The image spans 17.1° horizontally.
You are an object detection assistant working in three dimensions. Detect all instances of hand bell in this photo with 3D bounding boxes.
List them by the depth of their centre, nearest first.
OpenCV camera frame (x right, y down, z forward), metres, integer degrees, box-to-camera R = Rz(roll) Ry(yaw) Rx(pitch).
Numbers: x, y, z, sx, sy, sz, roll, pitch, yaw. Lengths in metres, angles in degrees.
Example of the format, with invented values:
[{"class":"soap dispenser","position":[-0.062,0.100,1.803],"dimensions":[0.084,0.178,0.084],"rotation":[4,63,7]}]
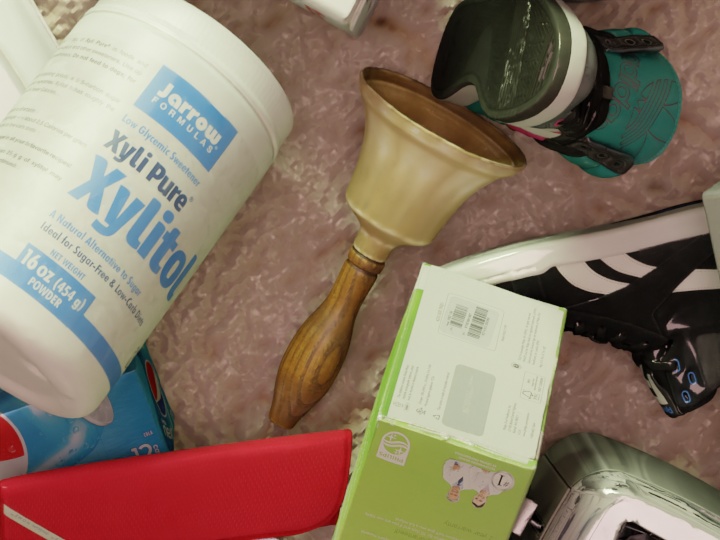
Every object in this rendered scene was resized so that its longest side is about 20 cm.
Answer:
[{"class":"hand bell","position":[0.000,0.000,1.325],"dimensions":[0.104,0.104,0.201],"rotation":[29,107,0]}]

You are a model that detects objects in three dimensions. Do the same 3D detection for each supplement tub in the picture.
[{"class":"supplement tub","position":[-0.140,-0.036,1.261],"dimensions":[0.131,0.132,0.201],"rotation":[34,72,0]}]

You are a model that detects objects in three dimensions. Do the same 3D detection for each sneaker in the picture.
[{"class":"sneaker","position":[0.117,-0.095,1.255],"dimensions":[0.120,0.200,0.084],"rotation":[16,94,-14]},{"class":"sneaker","position":[0.137,0.031,1.300],"dimensions":[0.198,0.073,0.113],"rotation":[-12,93,-11]}]

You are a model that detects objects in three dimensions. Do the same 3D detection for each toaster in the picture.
[{"class":"toaster","position":[0.167,0.174,1.294],"dimensions":[0.199,0.129,0.114],"rotation":[30,95,0]}]

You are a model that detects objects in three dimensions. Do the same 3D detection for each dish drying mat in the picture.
[{"class":"dish drying mat","position":[-0.103,0.128,1.307],"dimensions":[0.198,0.018,0.077],"rotation":[-6,133,-16]}]

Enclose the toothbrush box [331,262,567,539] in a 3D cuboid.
[{"class":"toothbrush box","position":[0.034,0.123,1.249],"dimensions":[0.085,0.146,0.201],"rotation":[17,124,2]}]

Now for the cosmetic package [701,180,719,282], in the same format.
[{"class":"cosmetic package","position":[0.253,0.035,1.271],"dimensions":[0.090,0.107,0.202],"rotation":[-3,107,32]}]

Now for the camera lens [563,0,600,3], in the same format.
[{"class":"camera lens","position":[0.116,-0.223,1.237],"dimensions":[0.158,0.200,0.162],"rotation":[0,93,2]}]

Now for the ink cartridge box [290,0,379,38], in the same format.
[{"class":"ink cartridge box","position":[-0.069,-0.209,1.272],"dimensions":[0.199,0.144,0.084],"rotation":[30,94,0]}]

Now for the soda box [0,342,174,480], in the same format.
[{"class":"soda box","position":[-0.205,0.099,1.326],"dimensions":[0.198,0.068,0.065],"rotation":[-19,111,3]}]

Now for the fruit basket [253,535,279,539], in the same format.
[{"class":"fruit basket","position":[-0.020,0.272,1.324],"dimensions":[0.184,0.094,0.201],"rotation":[25,87,6]}]

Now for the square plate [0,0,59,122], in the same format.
[{"class":"square plate","position":[-0.234,-0.044,1.346],"dimensions":[0.199,0.028,0.199],"rotation":[-32,91,4]}]
